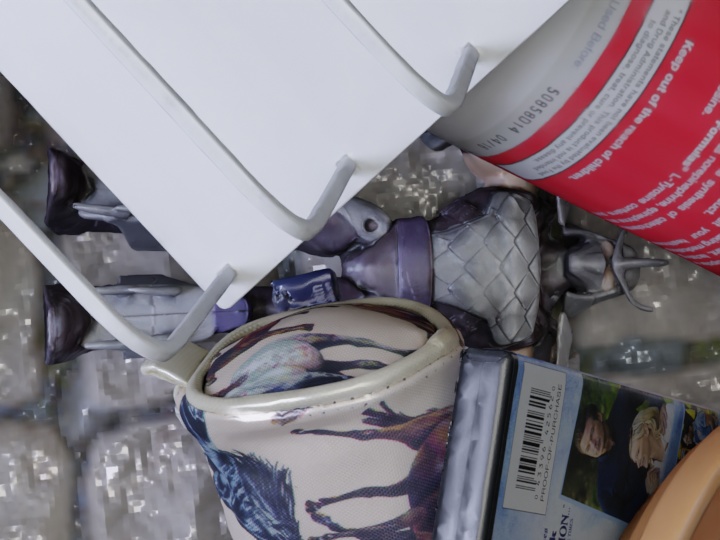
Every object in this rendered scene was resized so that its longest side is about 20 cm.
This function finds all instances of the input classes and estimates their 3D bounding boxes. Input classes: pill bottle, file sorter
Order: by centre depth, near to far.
[{"bbox_3d":[-0.017,-0.094,0.681,0.200,0.125,0.139,-42,95,12],"label":"file sorter"},{"bbox_3d":[0.118,-0.056,0.824,0.200,0.112,0.112,25,85,-21],"label":"pill bottle"}]

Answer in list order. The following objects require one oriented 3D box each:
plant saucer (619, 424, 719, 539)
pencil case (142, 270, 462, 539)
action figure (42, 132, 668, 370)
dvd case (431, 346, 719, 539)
[{"bbox_3d":[0.116,0.136,0.810,0.037,0.200,0.200,4,84,37],"label":"plant saucer"},{"bbox_3d":[0.001,0.104,0.800,0.089,0.078,0.200,4,118,30],"label":"pencil case"},{"bbox_3d":[0.000,0.000,0.856,0.200,0.069,0.130,0,77,-7],"label":"action figure"},{"bbox_3d":[0.070,0.105,0.797,0.018,0.200,0.143,7,85,30],"label":"dvd case"}]
